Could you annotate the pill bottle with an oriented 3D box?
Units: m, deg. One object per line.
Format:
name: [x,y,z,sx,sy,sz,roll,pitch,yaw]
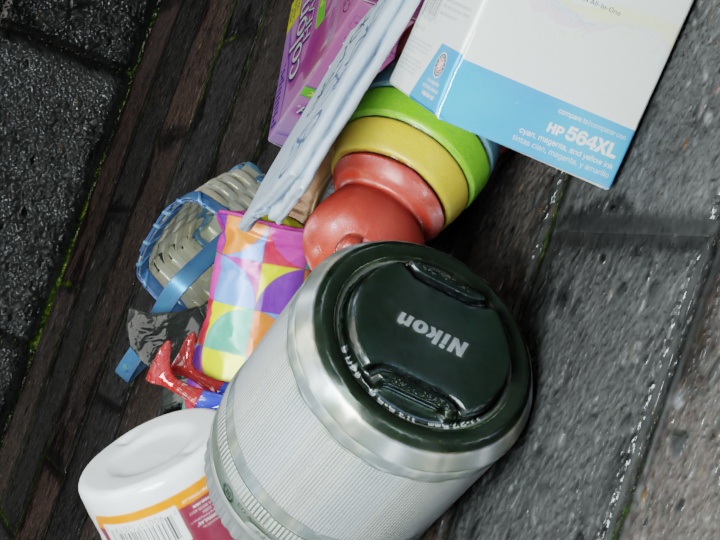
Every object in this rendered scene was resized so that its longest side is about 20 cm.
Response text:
pill bottle: [-0.103,0.206,1.400,0.114,0.200,0.114,-21,19,8]

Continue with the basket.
basket: [-0.142,0.004,1.889,0.200,0.139,0.176,-42,-5,-39]

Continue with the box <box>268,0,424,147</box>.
box: [0.010,-0.217,1.767,0.200,0.096,0.176,127,158,-48]

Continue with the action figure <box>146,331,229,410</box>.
action figure: [-0.052,0.107,1.416,0.052,0.200,0.065,-61,-15,12]

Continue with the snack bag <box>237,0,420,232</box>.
snack bag: [-0.019,-0.112,1.370,0.189,0.021,0.200,-61,8,-17]

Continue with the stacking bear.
stacking bear: [0.031,-0.064,1.358,0.200,0.114,0.121,-58,8,-31]

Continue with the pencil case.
pencil case: [-0.086,0.055,1.502,0.088,0.088,0.201,-153,76,-75]

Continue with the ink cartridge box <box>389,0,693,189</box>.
ink cartridge box: [0.124,-0.174,1.254,0.200,0.125,0.129,-66,17,9]

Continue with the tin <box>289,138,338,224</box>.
tin: [-0.030,-0.009,1.583,0.042,0.112,0.201,25,100,39]

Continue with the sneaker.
sneaker: [-0.113,0.064,1.722,0.199,0.060,0.104,-15,62,30]

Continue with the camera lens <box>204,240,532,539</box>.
camera lens: [0.003,0.089,1.274,0.200,0.160,0.160,128,157,-48]
